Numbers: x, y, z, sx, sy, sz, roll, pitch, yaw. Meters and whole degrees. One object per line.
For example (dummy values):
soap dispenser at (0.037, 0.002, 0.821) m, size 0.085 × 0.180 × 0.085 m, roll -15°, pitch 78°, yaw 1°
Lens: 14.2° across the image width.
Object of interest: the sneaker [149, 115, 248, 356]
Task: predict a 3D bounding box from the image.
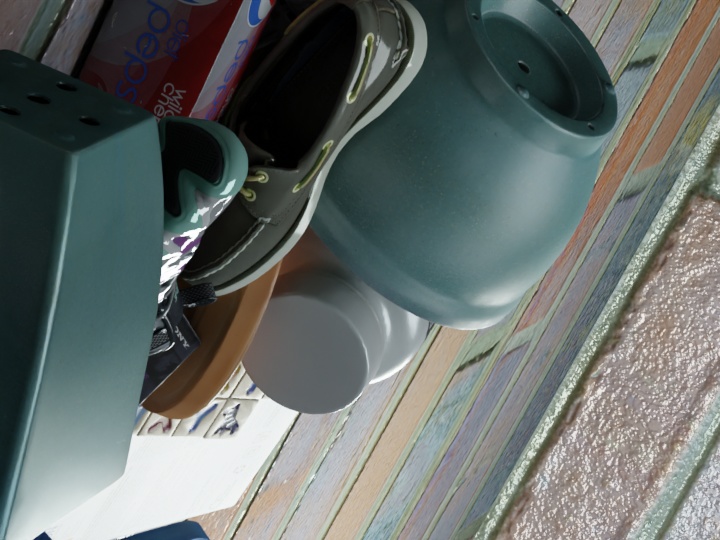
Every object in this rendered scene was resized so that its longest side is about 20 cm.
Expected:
sneaker at (-0.111, -0.008, 1.524) m, size 0.200 × 0.078 × 0.140 m, roll -27°, pitch 150°, yaw 27°

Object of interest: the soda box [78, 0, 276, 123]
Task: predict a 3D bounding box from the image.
soda box at (-0.089, -0.139, 1.537) m, size 0.200 × 0.070 × 0.063 m, roll -63°, pitch 169°, yaw 20°

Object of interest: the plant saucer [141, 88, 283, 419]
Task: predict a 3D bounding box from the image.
plant saucer at (-0.095, -0.012, 1.696) m, size 0.200 × 0.032 × 0.200 m, roll -46°, pitch -146°, yaw 46°

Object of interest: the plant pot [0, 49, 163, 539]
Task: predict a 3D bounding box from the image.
plant pot at (-0.178, 0.006, 1.394) m, size 0.141 × 0.141 × 0.200 m, roll -33°, pitch 144°, yaw -63°

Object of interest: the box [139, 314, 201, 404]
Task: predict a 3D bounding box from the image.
box at (-0.194, 0.093, 1.592) m, size 0.143 × 0.036 × 0.200 m, roll -19°, pitch -164°, yaw 39°

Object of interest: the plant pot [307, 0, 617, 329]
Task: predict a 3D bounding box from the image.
plant pot at (0.061, -0.086, 1.646) m, size 0.134 × 0.200 × 0.200 m, roll -41°, pitch 178°, yaw 32°

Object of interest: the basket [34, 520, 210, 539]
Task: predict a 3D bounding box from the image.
basket at (-0.197, 0.236, 1.807) m, size 0.200 × 0.139 × 0.176 m, roll -5°, pitch 133°, yaw -36°

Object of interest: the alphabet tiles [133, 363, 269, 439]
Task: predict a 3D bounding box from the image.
alphabet tiles at (-0.061, 0.042, 1.846) m, size 0.200 × 0.008 × 0.167 m, roll 7°, pitch 121°, yaw -54°

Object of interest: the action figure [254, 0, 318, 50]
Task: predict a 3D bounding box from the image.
action figure at (-0.013, -0.181, 1.642) m, size 0.130 × 0.069 × 0.200 m, roll -16°, pitch -169°, yaw 22°

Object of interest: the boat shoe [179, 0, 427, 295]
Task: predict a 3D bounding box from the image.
boat shoe at (-0.046, -0.071, 1.570) m, size 0.202 × 0.072 × 0.060 m, roll -52°, pitch 152°, yaw 17°

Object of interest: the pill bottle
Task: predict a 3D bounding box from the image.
pill bottle at (0.000, 0.000, 1.722) m, size 0.200 × 0.111 × 0.111 m, roll -55°, pitch 170°, yaw -54°

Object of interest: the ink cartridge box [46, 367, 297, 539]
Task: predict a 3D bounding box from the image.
ink cartridge box at (-0.125, 0.106, 1.924) m, size 0.200 × 0.043 × 0.196 m, roll -11°, pitch 147°, yaw -43°
